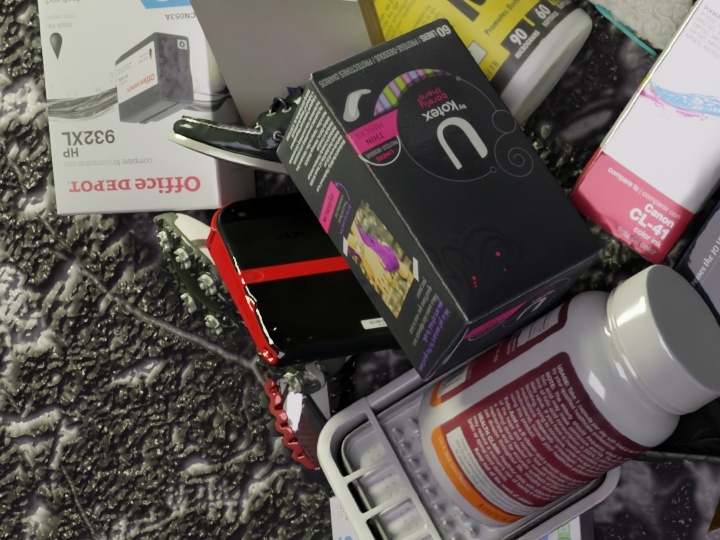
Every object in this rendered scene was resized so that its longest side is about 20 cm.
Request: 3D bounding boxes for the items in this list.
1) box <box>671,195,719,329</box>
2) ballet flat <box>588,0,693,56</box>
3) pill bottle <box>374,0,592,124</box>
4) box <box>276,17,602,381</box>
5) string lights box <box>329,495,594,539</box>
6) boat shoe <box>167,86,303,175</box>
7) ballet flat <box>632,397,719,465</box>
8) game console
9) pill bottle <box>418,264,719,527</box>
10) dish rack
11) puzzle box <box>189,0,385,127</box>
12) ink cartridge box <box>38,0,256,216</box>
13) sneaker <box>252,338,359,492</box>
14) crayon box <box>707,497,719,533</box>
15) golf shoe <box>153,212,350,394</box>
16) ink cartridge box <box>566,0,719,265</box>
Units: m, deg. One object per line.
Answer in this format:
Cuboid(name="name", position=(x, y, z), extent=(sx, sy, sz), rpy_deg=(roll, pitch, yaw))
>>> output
Cuboid(name="box", position=(0.343, -0.015, 1.234), extent=(0.196, 0.124, 0.201), rpy_deg=(34, 107, 8))
Cuboid(name="ballet flat", position=(0.157, -0.230, 1.269), extent=(0.199, 0.072, 0.072), rpy_deg=(31, 108, -16))
Cuboid(name="pill bottle", position=(0.060, -0.199, 1.299), extent=(0.200, 0.114, 0.115), rpy_deg=(40, 108, 8))
Cuboid(name="box", position=(0.050, -0.049, 1.212), extent=(0.201, 0.122, 0.106), rpy_deg=(57, 153, 13))
Cuboid(name="string lights box", position=(0.081, 0.220, 1.386), extent=(0.198, 0.059, 0.104), rpy_deg=(-3, 95, 17))
Cuboid(name="boat shoe", position=(-0.041, -0.101, 1.311), extent=(0.197, 0.075, 0.067), rpy_deg=(12, 95, 4))
Cuboid(name="ballet flat", position=(0.228, 0.102, 1.238), extent=(0.198, 0.057, 0.067), rpy_deg=(2, 82, 37))
Cuboid(name="game console", position=(0.000, 0.000, 1.292), extent=(0.198, 0.177, 0.031), rpy_deg=(-9, 132, -20))
Cuboid(name="pill bottle", position=(0.146, 0.085, 1.215), extent=(0.199, 0.114, 0.115), rpy_deg=(-34, 88, 32))
Cuboid(name="dish rack", position=(0.083, 0.146, 1.338), extent=(0.199, 0.044, 0.172), rpy_deg=(-32, 59, 2))
Cuboid(name="puzzle box", position=(-0.042, -0.154, 1.308), extent=(0.132, 0.200, 0.026), rpy_deg=(8, 64, 15))
Cuboid(name="ink cartridge box", position=(-0.167, -0.148, 1.395), extent=(0.143, 0.084, 0.202), rpy_deg=(-2, 98, 17))
Cuboid(name="sneaker", position=(-0.033, 0.072, 1.393), extent=(0.097, 0.071, 0.202), rpy_deg=(-18, 92, 21))
Cuboid(name="crayon box", position=(0.352, 0.157, 1.257), extent=(0.198, 0.126, 0.052), rpy_deg=(-23, 92, 20))
Cuboid(name="golf shoe", position=(-0.075, 0.012, 1.342), extent=(0.200, 0.088, 0.078), rpy_deg=(38, 150, 28))
Cuboid(name="ink cartridge box", position=(0.239, -0.115, 1.239), extent=(0.085, 0.147, 0.201), rpy_deg=(37, 108, 8))
